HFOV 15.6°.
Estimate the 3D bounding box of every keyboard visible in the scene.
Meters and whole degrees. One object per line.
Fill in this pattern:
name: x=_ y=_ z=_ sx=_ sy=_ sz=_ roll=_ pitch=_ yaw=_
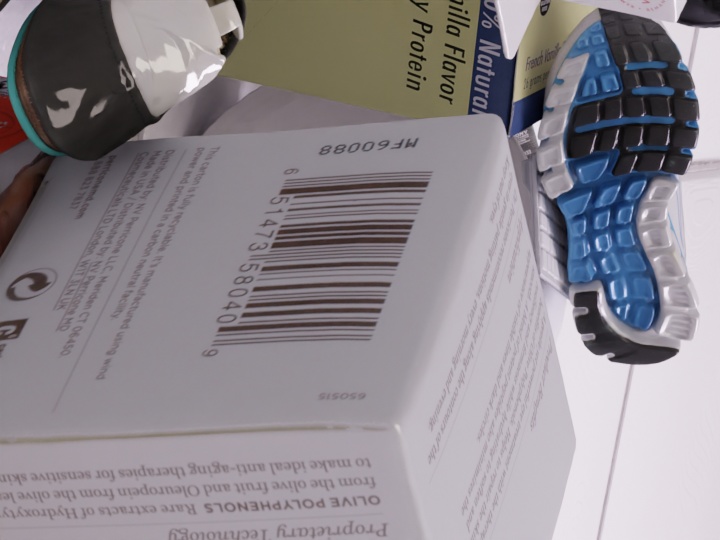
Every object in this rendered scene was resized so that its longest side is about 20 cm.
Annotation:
keyboard: x=0.105 y=-0.010 z=1.287 sx=0.200 sy=0.011 sz=0.057 roll=31 pitch=51 yaw=-72

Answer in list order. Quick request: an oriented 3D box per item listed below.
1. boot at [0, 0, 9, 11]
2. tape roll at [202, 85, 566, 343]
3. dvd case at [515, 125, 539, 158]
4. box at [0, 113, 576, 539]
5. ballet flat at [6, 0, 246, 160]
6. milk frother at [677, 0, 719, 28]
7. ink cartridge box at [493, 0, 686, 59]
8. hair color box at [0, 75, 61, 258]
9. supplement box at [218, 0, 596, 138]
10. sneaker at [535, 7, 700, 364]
boot: x=-0.131 y=-0.134 z=1.065 sx=0.139 sy=0.077 sz=0.201 roll=78 pitch=33 yaw=-57
tape roll: x=0.000 y=0.000 z=1.294 sx=0.071 sy=0.201 sz=0.204 roll=49 pitch=57 yaw=-66
dvd case: x=0.047 y=-0.170 z=1.385 sx=0.146 sy=0.022 sz=0.201 roll=-114 pitch=-175 yaw=-66
box: x=-0.038 y=0.067 z=1.004 sx=0.199 sy=0.199 sz=0.172 roll=-69 pitch=149 yaw=-52
ballet flat: x=-0.087 y=-0.096 z=1.062 sx=0.200 sy=0.068 sz=0.068 roll=-63 pitch=132 yaw=-73
milk frother: x=0.269 y=-0.240 z=1.849 sx=0.181 sy=0.199 sz=0.188 roll=-62 pitch=155 yaw=-24
ink cartridge box: x=0.121 y=-0.190 z=1.117 sx=0.201 sy=0.067 sz=0.115 roll=-61 pitch=153 yaw=-32
hair color box: x=-0.175 y=-0.002 z=1.040 sx=0.200 sy=0.061 sz=0.102 roll=-41 pitch=138 yaw=-59
supplement box: x=0.014 y=-0.187 z=1.218 sx=0.134 sy=0.199 sz=0.201 roll=-31 pitch=130 yaw=-61
sneaker: x=0.119 y=-0.053 z=1.226 sx=0.087 sy=0.074 sz=0.201 roll=-90 pitch=175 yaw=-46
